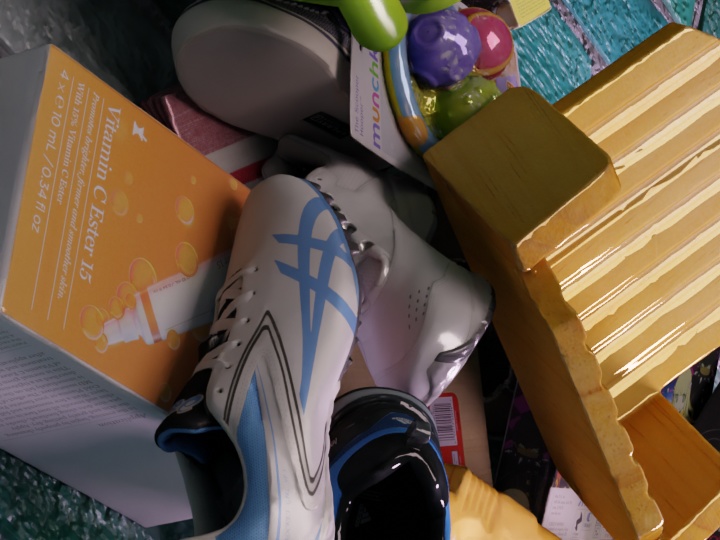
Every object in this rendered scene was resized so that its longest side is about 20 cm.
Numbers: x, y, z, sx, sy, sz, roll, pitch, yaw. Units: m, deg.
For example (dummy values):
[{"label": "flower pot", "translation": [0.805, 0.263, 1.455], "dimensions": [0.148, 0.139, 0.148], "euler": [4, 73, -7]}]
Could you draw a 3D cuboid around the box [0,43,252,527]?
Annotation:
[{"label": "box", "translation": [-0.111, 0.013, 1.049], "dimensions": [0.200, 0.097, 0.124], "euler": [36, 51, -45]}]

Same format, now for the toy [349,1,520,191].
[{"label": "toy", "translation": [0.056, -0.095, 1.243], "dimensions": [0.200, 0.047, 0.115], "euler": [31, 52, -60]}]

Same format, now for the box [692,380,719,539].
[{"label": "box", "translation": [0.233, 0.155, 1.390], "dimensions": [0.200, 0.122, 0.106], "euler": [-53, 146, -34]}]

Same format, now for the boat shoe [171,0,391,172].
[{"label": "boat shoe", "translation": [-0.032, -0.118, 1.212], "dimensions": [0.200, 0.075, 0.093], "euler": [31, 46, -58]}]

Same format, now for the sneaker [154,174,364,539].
[{"label": "sneaker", "translation": [-0.043, 0.042, 0.995], "dimensions": [0.072, 0.072, 0.200], "euler": [18, 55, -23]}]

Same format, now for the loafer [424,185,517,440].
[{"label": "loafer", "translation": [0.072, -0.010, 1.340], "dimensions": [0.070, 0.075, 0.200], "euler": [25, 56, -70]}]

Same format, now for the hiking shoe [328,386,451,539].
[{"label": "hiking shoe", "translation": [-0.004, 0.153, 1.067], "dimensions": [0.087, 0.074, 0.200], "euler": [-125, -141, -78]}]

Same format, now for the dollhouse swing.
[{"label": "dollhouse swing", "translation": [0.155, 0.003, 1.195], "dimensions": [0.200, 0.176, 0.182], "euler": [66, -7, -26]}]

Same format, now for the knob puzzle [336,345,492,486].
[{"label": "knob puzzle", "translation": [-0.002, 0.125, 1.203], "dimensions": [0.220, 0.030, 0.220], "euler": [16, 70, -50]}]

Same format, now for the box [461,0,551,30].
[{"label": "box", "translation": [0.036, -0.225, 1.382], "dimensions": [0.050, 0.075, 0.200], "euler": [-33, 105, -56]}]

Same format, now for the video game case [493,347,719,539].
[{"label": "video game case", "translation": [0.136, 0.099, 1.365], "dimensions": [0.200, 0.036, 0.181], "euler": [11, 92, -60]}]

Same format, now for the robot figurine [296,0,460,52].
[{"label": "robot figurine", "translation": [-0.016, -0.179, 1.116], "dimensions": [0.200, 0.116, 0.176], "euler": [7, 52, -18]}]

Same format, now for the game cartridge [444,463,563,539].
[{"label": "game cartridge", "translation": [0.063, 0.208, 1.216], "dimensions": [0.200, 0.032, 0.176], "euler": [39, 63, -49]}]

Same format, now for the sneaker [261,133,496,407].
[{"label": "sneaker", "translation": [0.000, 0.000, 1.160], "dimensions": [0.087, 0.075, 0.200], "euler": [30, 12, -27]}]

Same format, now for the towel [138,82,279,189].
[{"label": "towel", "translation": [-0.037, -0.008, 1.238], "dimensions": [0.144, 0.023, 0.200], "euler": [-29, 102, -56]}]
